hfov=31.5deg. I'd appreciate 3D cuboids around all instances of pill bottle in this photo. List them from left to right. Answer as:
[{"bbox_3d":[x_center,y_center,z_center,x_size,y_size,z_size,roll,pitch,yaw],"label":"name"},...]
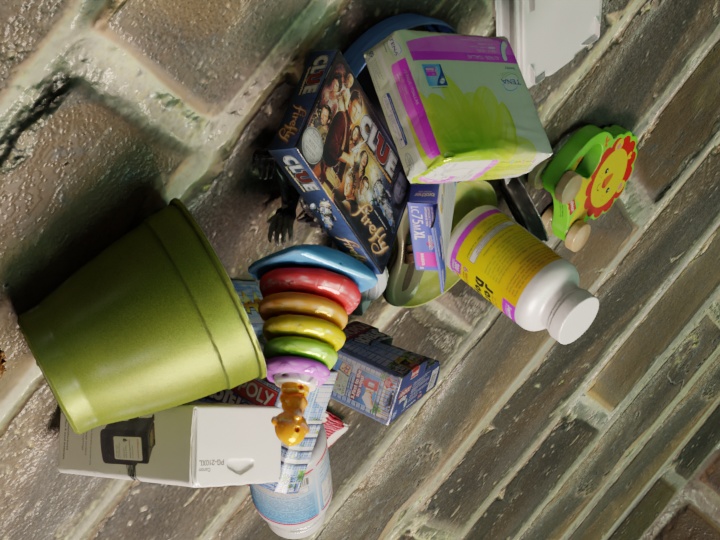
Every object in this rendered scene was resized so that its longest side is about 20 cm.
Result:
[{"bbox_3d":[-0.092,0.264,1.647,0.109,0.109,0.200,-34,147,-23],"label":"pill bottle"},{"bbox_3d":[0.209,0.008,1.645,0.104,0.200,0.104,-31,143,-27],"label":"pill bottle"}]

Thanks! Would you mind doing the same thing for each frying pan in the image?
[{"bbox_3d":[0.206,-0.105,1.671,0.031,0.115,0.190,-28,146,1],"label":"frying pan"}]

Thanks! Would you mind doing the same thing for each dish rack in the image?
[{"bbox_3d":[0.238,-0.316,1.546,0.172,0.044,0.200,-38,148,-20],"label":"dish rack"}]

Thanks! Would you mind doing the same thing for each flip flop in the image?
[{"bbox_3d":[0.076,-0.029,1.577,0.081,0.058,0.200,-20,138,-38],"label":"flip flop"}]

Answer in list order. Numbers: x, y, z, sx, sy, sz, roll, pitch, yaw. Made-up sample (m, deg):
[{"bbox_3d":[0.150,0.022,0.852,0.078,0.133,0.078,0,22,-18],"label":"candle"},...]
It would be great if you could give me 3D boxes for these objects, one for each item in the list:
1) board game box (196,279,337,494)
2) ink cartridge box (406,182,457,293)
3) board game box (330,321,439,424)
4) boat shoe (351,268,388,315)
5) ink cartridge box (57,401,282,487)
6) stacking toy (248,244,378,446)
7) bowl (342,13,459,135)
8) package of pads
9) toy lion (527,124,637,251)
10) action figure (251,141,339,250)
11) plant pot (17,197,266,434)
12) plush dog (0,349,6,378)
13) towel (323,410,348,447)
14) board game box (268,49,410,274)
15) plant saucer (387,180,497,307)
[{"bbox_3d":[-0.129,0.123,1.453,0.062,0.200,0.200,3,107,-53],"label":"board game box"},{"bbox_3d":[0.081,-0.088,1.411,0.119,0.042,0.200,79,15,-52],"label":"ink cartridge box"},{"bbox_3d":[-0.019,0.103,1.550,0.200,0.199,0.062,-23,131,-70],"label":"board game box"},{"bbox_3d":[0.000,0.000,1.535,0.062,0.072,0.200,-60,179,-15],"label":"boat shoe"},{"bbox_3d":[-0.203,0.182,1.370,0.145,0.200,0.085,9,82,-54],"label":"ink cartridge box"},{"bbox_3d":[-0.061,0.083,1.309,0.116,0.110,0.201,20,64,-31],"label":"stacking toy"},{"bbox_3d":[0.034,-0.195,1.424,0.200,0.039,0.201,-32,145,-26],"label":"bowl"},{"bbox_3d":[0.109,-0.171,1.355,0.200,0.155,0.068,-9,165,-47],"label":"package of pads"},{"bbox_3d":[0.333,-0.139,1.843,0.192,0.069,0.200,-49,149,-14],"label":"toy lion"},{"bbox_3d":[-0.048,-0.062,1.396,0.200,0.119,0.102,51,51,-51],"label":"action figure"},{"bbox_3d":[-0.224,0.060,1.256,0.193,0.201,0.201,-27,144,-13],"label":"plant pot"},{"bbox_3d":[-0.390,0.097,1.131,0.172,0.160,0.200,-62,154,-25],"label":"plush dog"},{"bbox_3d":[-0.103,0.240,1.734,0.144,0.023,0.200,-49,149,1],"label":"towel"},{"bbox_3d":[-0.013,-0.108,1.314,0.200,0.035,0.136,54,44,-43],"label":"board game box"},{"bbox_3d":[0.098,-0.042,1.676,0.200,0.031,0.200,-31,144,-26],"label":"plant saucer"}]
